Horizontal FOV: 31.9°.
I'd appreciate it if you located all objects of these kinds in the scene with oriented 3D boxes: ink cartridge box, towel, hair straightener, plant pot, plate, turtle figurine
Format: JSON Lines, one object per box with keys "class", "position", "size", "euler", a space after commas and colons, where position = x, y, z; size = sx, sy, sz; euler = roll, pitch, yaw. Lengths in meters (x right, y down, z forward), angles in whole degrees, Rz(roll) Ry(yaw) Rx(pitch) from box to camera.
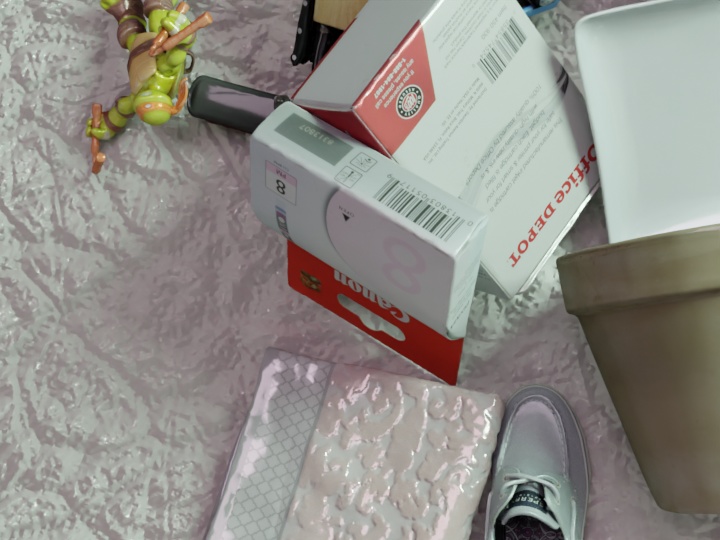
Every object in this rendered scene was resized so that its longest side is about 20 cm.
{"class": "ink cartridge box", "position": [0.070, -0.100, 0.876], "size": [0.147, 0.200, 0.083], "euler": [-53, 34, -15]}
{"class": "towel", "position": [-0.012, 0.163, 0.884], "size": [0.190, 0.032, 0.201], "euler": [12, 74, 23]}
{"class": "hair straightener", "position": [-0.047, -0.109, 0.978], "size": [0.199, 0.077, 0.041], "euler": [22, 94, 15]}
{"class": "plant pot", "position": [0.237, 0.061, 0.816], "size": [0.199, 0.200, 0.174], "euler": [-8, 87, 8]}
{"class": "plate", "position": [0.258, -0.112, 0.877], "size": [0.199, 0.201, 0.032], "euler": [-13, 32, 6]}
{"class": "ink cartridge box", "position": [0.000, 0.000, 0.859], "size": [0.162, 0.200, 0.057], "euler": [31, 53, 19]}
{"class": "turtle figurine", "position": [-0.163, -0.178, 1.008], "size": [0.064, 0.200, 0.162], "euler": [12, 52, -31]}

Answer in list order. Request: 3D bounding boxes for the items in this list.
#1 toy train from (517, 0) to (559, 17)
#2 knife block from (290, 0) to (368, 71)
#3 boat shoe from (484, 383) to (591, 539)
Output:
{"class": "toy train", "position": [0.076, -0.265, 0.987], "size": [0.087, 0.114, 0.200], "euler": [-30, 73, -39]}
{"class": "knife block", "position": [0.023, -0.210, 0.941], "size": [0.200, 0.064, 0.176], "euler": [-31, 86, 40]}
{"class": "boat shoe", "position": [0.119, 0.169, 0.847], "size": [0.070, 0.072, 0.202], "euler": [0, 69, 12]}
